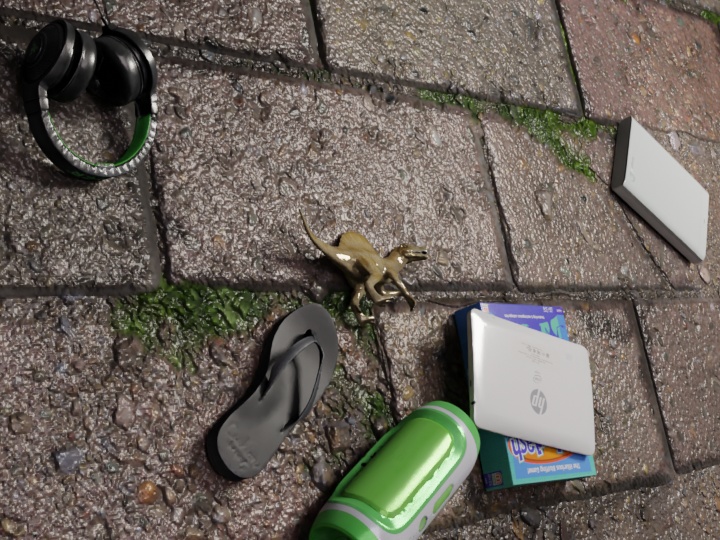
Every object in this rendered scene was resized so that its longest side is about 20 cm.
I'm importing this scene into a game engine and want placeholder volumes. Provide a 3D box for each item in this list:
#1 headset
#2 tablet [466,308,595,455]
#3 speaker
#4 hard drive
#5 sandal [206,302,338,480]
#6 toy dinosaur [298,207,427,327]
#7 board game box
[{"bbox_3d":[-0.245,-0.180,0.948,0.123,0.093,0.203,-6,92,-48],"label":"headset"},{"bbox_3d":[0.191,0.126,1.194,0.198,0.014,0.132,19,62,-36],"label":"tablet"},{"bbox_3d":[0.036,0.208,1.021,0.200,0.088,0.089,-40,101,-45],"label":"speaker"},{"bbox_3d":[0.444,-0.117,1.591,0.199,0.026,0.133,36,51,-28],"label":"hard drive"},{"bbox_3d":[-0.067,0.111,0.997,0.076,0.043,0.201,47,47,-19],"label":"sandal"},{"bbox_3d":[0.000,0.000,1.113,0.199,0.058,0.102,11,51,-49],"label":"toy dinosaur"},{"bbox_3d":[0.188,0.141,1.226,0.151,0.045,0.203,4,71,-42],"label":"board game box"}]
